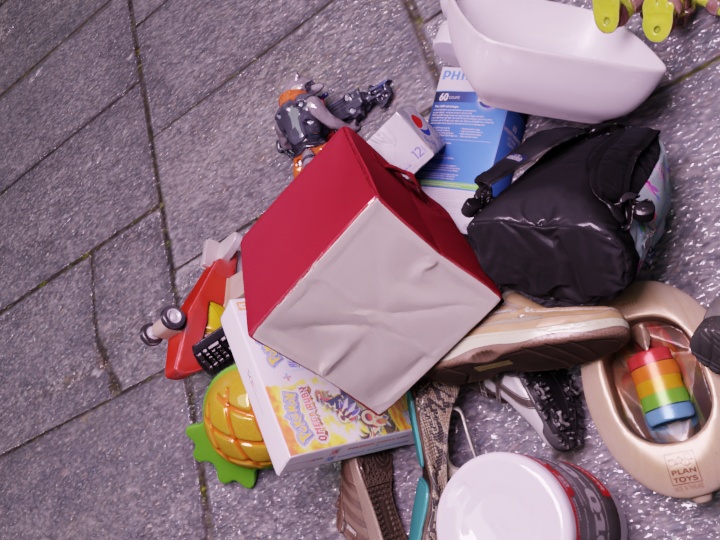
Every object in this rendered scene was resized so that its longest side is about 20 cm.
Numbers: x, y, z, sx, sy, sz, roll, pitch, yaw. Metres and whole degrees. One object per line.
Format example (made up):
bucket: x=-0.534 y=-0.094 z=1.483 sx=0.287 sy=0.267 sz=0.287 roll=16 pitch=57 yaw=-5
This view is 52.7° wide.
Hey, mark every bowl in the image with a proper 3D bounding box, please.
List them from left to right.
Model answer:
bowl: x=0.184 y=-0.216 z=0.739 sx=0.200 sy=0.199 sz=0.075 roll=-95 pitch=13 yaw=-54

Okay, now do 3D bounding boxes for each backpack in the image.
backpack: x=0.209 y=-0.058 z=0.683 sx=0.166 sy=0.127 sz=0.200 roll=14 pitch=40 yaw=34

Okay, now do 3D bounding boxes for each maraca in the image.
maraca: x=-0.143 y=0.194 z=0.907 sx=0.137 sy=0.107 sz=0.200 roll=42 pitch=119 yaw=4

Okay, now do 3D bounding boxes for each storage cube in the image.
storage cube: x=0.000 y=0.000 z=0.722 sx=0.200 sy=0.171 sz=0.180 roll=-46 pitch=28 yaw=14

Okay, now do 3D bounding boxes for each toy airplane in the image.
toy airplane: x=-0.185 y=0.051 z=0.981 sx=0.199 sy=0.141 sz=0.200 roll=-50 pitch=17 yaw=-1

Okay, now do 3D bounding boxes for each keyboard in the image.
keyboard: x=-0.107 y=0.070 z=0.905 sx=0.199 sy=0.127 sz=0.021 roll=-33 pitch=62 yaw=-6

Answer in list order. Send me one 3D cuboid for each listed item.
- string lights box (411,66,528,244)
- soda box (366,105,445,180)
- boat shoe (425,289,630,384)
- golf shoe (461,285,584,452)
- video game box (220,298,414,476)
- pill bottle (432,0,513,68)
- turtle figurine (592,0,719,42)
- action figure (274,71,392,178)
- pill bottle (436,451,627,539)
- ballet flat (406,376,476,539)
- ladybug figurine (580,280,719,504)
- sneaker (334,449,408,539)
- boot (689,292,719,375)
string lights box: x=0.126 y=-0.135 z=0.853 sx=0.102 sy=0.059 sz=0.201 roll=11 pitch=82 yaw=36
soda box: x=0.002 y=-0.099 z=0.844 sx=0.200 sy=0.068 sz=0.063 roll=-41 pitch=93 yaw=27
boat shoe: x=0.148 y=0.052 z=0.684 sx=0.199 sy=0.072 sz=0.077 roll=-13 pitch=56 yaw=29
golf shoe: x=0.154 y=0.110 z=0.759 sx=0.095 sy=0.077 sz=0.201 roll=-51 pitch=50 yaw=32
video game box: x=-0.041 y=0.113 z=0.816 sx=0.201 sy=0.181 sz=0.047 roll=62 pitch=141 yaw=30
pill bottle: x=0.161 y=-0.341 z=0.861 sx=0.111 sy=0.111 sz=0.201 roll=24 pitch=90 yaw=37
turtle figurine: x=0.304 y=-0.284 z=0.746 sx=0.200 sy=0.161 sz=0.065 roll=38 pitch=142 yaw=25
action figure: x=-0.046 y=-0.184 z=0.964 sx=0.199 sy=0.104 sz=0.194 roll=-32 pitch=70 yaw=26
pill bottle: x=0.159 y=0.221 z=0.630 sx=0.113 sy=0.200 sz=0.115 roll=-11 pitch=69 yaw=31
ballet flat: x=0.086 y=0.212 z=0.763 sx=0.075 sy=0.068 sz=0.202 roll=0 pitch=90 yaw=-3
ladybug figurine: x=0.278 y=0.109 z=0.663 sx=0.135 sy=0.072 sz=0.201 roll=-20 pitch=65 yaw=28
sneaker: x=-0.003 y=0.257 z=0.814 sx=0.075 sy=0.070 sz=0.201 roll=-30 pitch=59 yaw=29
boot: x=0.379 y=0.064 z=0.600 sx=0.200 sy=0.068 sz=0.131 roll=39 pitch=63 yaw=6
